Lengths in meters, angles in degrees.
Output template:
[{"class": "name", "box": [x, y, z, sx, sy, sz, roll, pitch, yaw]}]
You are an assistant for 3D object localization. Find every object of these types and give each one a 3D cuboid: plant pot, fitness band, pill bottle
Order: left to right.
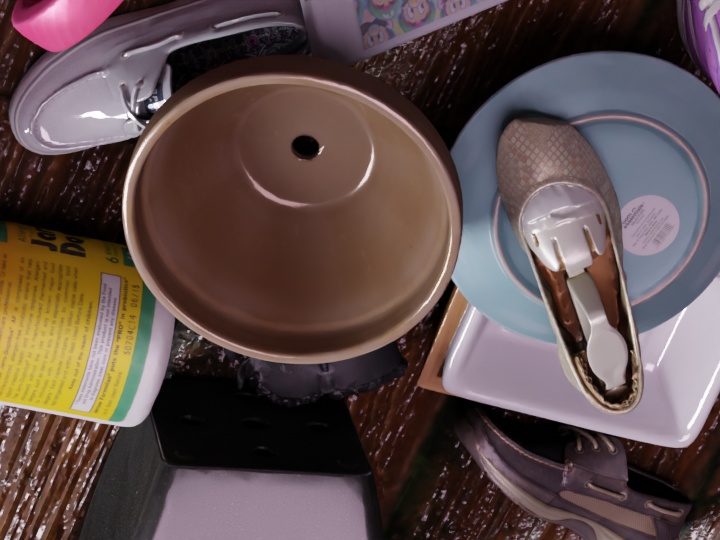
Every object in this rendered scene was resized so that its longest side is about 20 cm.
[{"class": "pill bottle", "box": [-0.222, 0.026, 1.678, 0.199, 0.113, 0.113, 11, 118, -16]}, {"class": "fitness band", "box": [-0.132, -0.213, 1.534, 0.037, 0.144, 0.200, 33, 109, -24]}, {"class": "plant pot", "box": [-0.078, 0.178, 1.756, 0.198, 0.200, 0.178, 4, 110, -12]}, {"class": "plant pot", "box": [-0.036, -0.052, 1.602, 0.200, 0.093, 0.202, 4, 125, 5]}]

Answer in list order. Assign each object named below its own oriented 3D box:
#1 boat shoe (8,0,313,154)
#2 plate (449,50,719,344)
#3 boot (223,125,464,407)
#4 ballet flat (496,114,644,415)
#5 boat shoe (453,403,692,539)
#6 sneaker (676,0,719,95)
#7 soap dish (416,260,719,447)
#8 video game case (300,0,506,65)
[{"class": "boat shoe", "box": [-0.118, -0.115, 1.638, 0.199, 0.069, 0.072, -18, 122, 1]}, {"class": "plate", "box": [0.145, -0.038, 1.662, 0.199, 0.026, 0.201, -4, 116, -7]}, {"class": "boot", "box": [0.001, 0.000, 1.725, 0.197, 0.073, 0.163, -8, 119, 3]}, {"class": "ballet flat", "box": [0.135, -0.001, 1.630, 0.067, 0.062, 0.201, -21, 118, 2]}, {"class": "boat shoe", "box": [0.146, 0.133, 1.836, 0.200, 0.075, 0.073, 33, 100, -34]}, {"class": "sneaker", "box": [0.221, -0.188, 1.628, 0.072, 0.114, 0.201, -19, 120, 4]}, {"class": "soap dish", "box": [0.151, 0.023, 1.758, 0.199, 0.081, 0.158, 13, 117, -17]}, {"class": "video game case", "box": [0.046, -0.232, 1.591, 0.199, 0.024, 0.183, -24, 123, -17]}]
